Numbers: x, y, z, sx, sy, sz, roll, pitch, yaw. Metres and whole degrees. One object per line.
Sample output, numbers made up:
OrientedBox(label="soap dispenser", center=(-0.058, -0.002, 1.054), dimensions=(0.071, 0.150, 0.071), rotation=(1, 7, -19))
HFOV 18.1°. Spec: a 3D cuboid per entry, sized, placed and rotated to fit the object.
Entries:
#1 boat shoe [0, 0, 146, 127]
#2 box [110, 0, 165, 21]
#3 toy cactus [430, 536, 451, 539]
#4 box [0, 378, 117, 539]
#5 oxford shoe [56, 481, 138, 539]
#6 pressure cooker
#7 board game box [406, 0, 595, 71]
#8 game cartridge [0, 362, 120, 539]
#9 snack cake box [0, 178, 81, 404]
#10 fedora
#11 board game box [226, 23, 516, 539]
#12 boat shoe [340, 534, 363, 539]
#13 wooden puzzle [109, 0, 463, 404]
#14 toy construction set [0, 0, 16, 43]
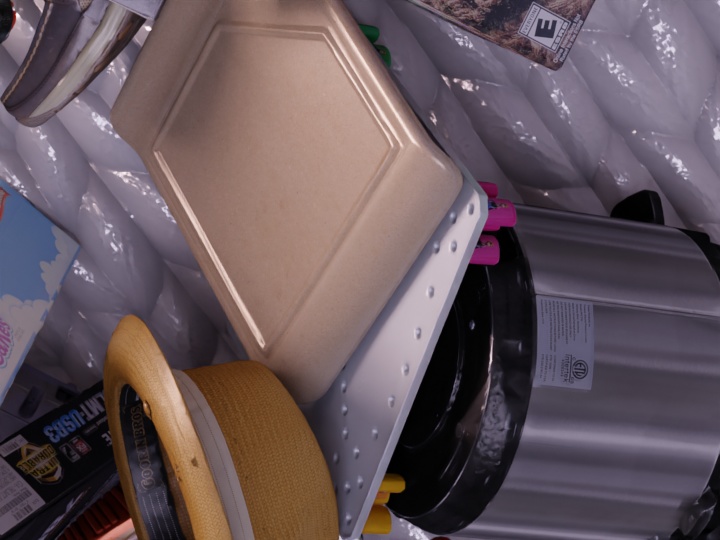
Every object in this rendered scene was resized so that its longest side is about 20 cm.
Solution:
OrientedBox(label="boat shoe", center=(-0.130, -0.165, 1.144), dimensions=(0.073, 0.075, 0.200), rotation=(35, 105, -2))
OrientedBox(label="box", center=(-0.152, -0.229, 1.054), dimensions=(0.200, 0.048, 0.159), rotation=(24, 96, -9))
OrientedBox(label="toy cactus", center=(0.046, 0.255, 1.332), dimensions=(0.165, 0.102, 0.200), rotation=(27, 107, -20))
OrientedBox(label="box", center=(-0.217, 0.157, 1.198), dimensions=(0.050, 0.198, 0.200), rotation=(47, 112, 6))
OrientedBox(label="oxford shoe", center=(-0.078, 0.134, 1.249), dimensions=(0.200, 0.071, 0.073), rotation=(-27, 105, -8))
OrientedBox(label="pressure cooker", center=(0.117, 0.059, 1.162), dimensions=(0.200, 0.179, 0.176), rotation=(7, 116, -23))
OrientedBox(label="board game box", center=(0.030, -0.208, 1.028), dimensions=(0.200, 0.097, 0.160), rotation=(23, 97, -32))
OrientedBox(label="game cartridge", center=(-0.139, 0.148, 1.316), dimensions=(0.200, 0.038, 0.130), rotation=(28, 119, -10))
OrientedBox(label="snack cake box", center=(-0.222, 0.044, 1.174), dimensions=(0.067, 0.200, 0.115), rotation=(41, 113, -13))
OrientedBox(label="fedora", center=(-0.063, 0.111, 1.122), dimensions=(0.082, 0.201, 0.201), rotation=(-17, 117, -18))
OrientedBox(label="board game box", center=(0.000, 0.000, 1.148), dimensions=(0.026, 0.200, 0.200), rotation=(6, 120, -27))
OrientedBox(label="boat shoe", center=(-0.048, 0.195, 1.272), dimensions=(0.073, 0.062, 0.200), rotation=(23, 124, -2))
OrientedBox(label="wooden puzzle", center=(-0.038, -0.062, 1.126), dimensions=(0.200, 0.037, 0.185), rotation=(56, 136, 24))
OrientedBox(label="toy construction set", center=(-0.237, -0.157, 1.140), dimensions=(0.131, 0.092, 0.200), rotation=(11, 115, 41))
